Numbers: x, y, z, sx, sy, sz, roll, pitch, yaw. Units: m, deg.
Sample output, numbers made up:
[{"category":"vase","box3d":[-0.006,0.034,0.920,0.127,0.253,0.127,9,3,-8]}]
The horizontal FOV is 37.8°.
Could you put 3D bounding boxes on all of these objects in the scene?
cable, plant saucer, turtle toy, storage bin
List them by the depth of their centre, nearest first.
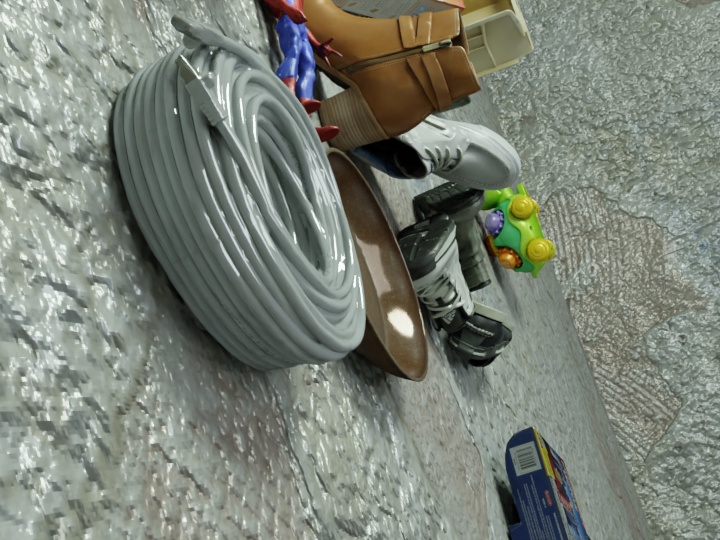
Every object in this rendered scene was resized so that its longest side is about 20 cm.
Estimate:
[{"category":"cable","box3d":[-0.063,-0.036,0.611,0.200,0.069,0.201,-22,92,-77]},{"category":"plant saucer","box3d":[0.000,0.000,0.853,0.200,0.037,0.201,-21,90,-75]},{"category":"storage bin","box3d":[0.146,-0.379,1.615,0.200,0.198,0.094,-95,162,-49]},{"category":"turtle toy","box3d":[0.252,-0.078,1.762,0.146,0.101,0.200,-1,70,-75]}]

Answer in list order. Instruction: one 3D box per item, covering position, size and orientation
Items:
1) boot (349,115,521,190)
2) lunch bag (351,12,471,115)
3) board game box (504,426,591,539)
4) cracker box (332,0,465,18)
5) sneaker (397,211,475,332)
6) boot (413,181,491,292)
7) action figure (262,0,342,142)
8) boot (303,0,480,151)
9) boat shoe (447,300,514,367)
[{"category":"boot","box3d":[0.072,-0.115,1.081,0.200,0.074,0.096,21,37,-8]},{"category":"lunch bag","box3d":[0.055,-0.306,1.336,0.200,0.117,0.164,51,23,-62]},{"category":"board game box","box3d":[0.218,0.300,1.172,0.200,0.062,0.200,48,25,-57]},{"category":"cracker box","box3d":[0.013,-0.351,1.179,0.200,0.058,0.134,4,61,-38]},{"category":"sneaker","box3d":[0.084,0.012,1.063,0.116,0.076,0.201,65,12,-7]},{"category":"boot","box3d":[0.125,-0.037,1.229,0.200,0.068,0.131,-143,-151,-82]},{"category":"action figure","box3d":[-0.056,-0.205,0.925,0.065,0.052,0.200,40,29,-55]},{"category":"boot","box3d":[0.022,-0.223,1.011,0.074,0.154,0.201,22,48,-70]},{"category":"boat shoe","box3d":[0.136,0.078,1.223,0.200,0.072,0.068,35,72,-77]}]
